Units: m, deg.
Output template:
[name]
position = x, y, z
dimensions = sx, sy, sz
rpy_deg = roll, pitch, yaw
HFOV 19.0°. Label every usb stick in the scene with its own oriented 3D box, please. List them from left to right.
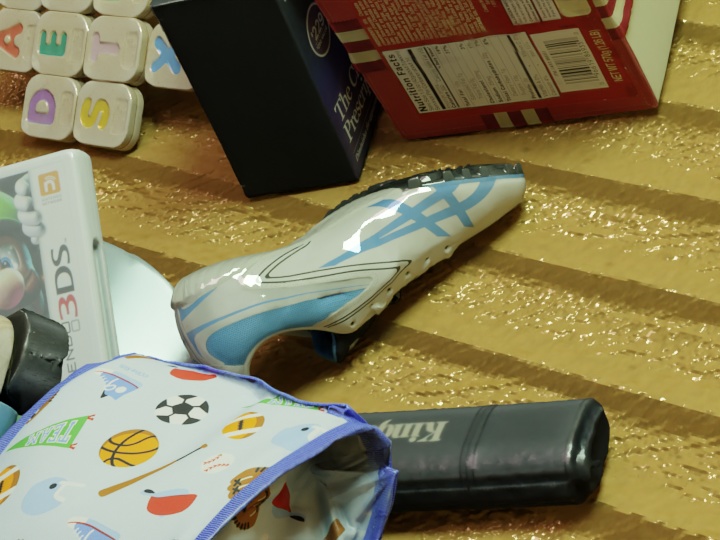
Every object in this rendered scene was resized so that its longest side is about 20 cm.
[usb stick]
position = 0.019, 0.087, 0.990
dimensions = 0.199, 0.033, 0.056
rpy_deg = -6, 43, 28

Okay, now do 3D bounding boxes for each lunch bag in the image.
[lunch bag]
position = -0.094, 0.132, 0.936
dimensions = 0.169, 0.124, 0.200
rpy_deg = 12, 59, 43

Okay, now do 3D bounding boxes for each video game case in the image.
[video game case]
position = -0.216, 0.049, 1.102
dimensions = 0.199, 0.023, 0.183
rpy_deg = -13, 79, 19

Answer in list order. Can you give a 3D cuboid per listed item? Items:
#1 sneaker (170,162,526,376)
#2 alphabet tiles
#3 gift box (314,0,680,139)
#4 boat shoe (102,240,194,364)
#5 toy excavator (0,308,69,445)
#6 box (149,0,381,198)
[sneaker]
position = 0.000, 0.000, 1.092
dimensions = 0.199, 0.073, 0.072
rpy_deg = -26, 7, -17
[alphabet tiles]
position = -0.160, -0.177, 1.326
dimensions = 0.195, 0.015, 0.201
rpy_deg = 11, 93, 40
[gift box]
position = 0.094, -0.195, 1.165
dimensions = 0.199, 0.185, 0.187
rpy_deg = -3, 52, 25
[boat shoe]
position = -0.167, 0.024, 1.161
dimensions = 0.200, 0.091, 0.071
rpy_deg = 29, 60, 18
[toy excavator]
position = -0.244, 0.107, 1.019
dimensions = 0.194, 0.100, 0.201
rpy_deg = -9, 61, 53
[box]
position = -0.036, -0.163, 1.232
dimensions = 0.078, 0.141, 0.201
rpy_deg = -9, 41, 24
